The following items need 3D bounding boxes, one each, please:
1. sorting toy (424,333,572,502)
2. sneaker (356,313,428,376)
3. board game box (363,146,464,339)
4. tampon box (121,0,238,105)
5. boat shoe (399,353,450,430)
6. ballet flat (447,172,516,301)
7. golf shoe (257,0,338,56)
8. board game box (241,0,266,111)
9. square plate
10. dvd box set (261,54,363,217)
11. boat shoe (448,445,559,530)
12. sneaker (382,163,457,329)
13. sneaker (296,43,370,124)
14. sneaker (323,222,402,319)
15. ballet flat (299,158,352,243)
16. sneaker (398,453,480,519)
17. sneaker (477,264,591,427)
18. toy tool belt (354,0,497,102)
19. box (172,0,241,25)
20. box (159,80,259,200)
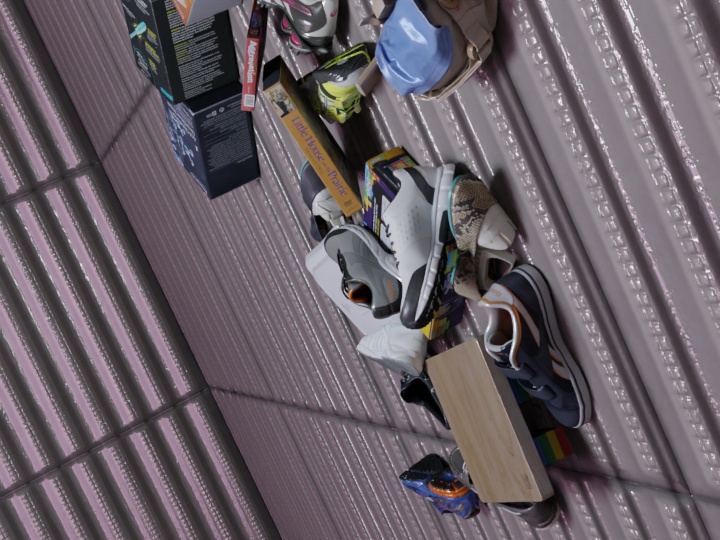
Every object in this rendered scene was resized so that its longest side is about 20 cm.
[{"bbox_3d":[0.175,0.181,1.262,0.201,0.069,0.199,68,162,7],"label":"sorting toy"},{"bbox_3d":[0.055,0.101,1.436,0.070,0.081,0.200,29,169,-15],"label":"sneaker"},{"bbox_3d":[0.070,-0.033,1.302,0.165,0.057,0.200,50,156,28],"label":"board game box"},{"bbox_3d":[-0.299,-0.404,1.649,0.150,0.126,0.201,47,154,36],"label":"tampon box"},{"bbox_3d":[0.091,0.171,1.477,0.199,0.066,0.075,40,152,41],"label":"boat shoe"},{"bbox_3d":[0.141,-0.030,1.138,0.075,0.068,0.200,28,151,23],"label":"ballet flat"},{"bbox_3d":[-0.088,-0.363,1.286,0.200,0.077,0.088,52,137,23],"label":"golf shoe"},{"bbox_3d":[-0.138,-0.307,1.348,0.200,0.019,0.103,-90,8,-51],"label":"board game box"},{"bbox_3d":[0.000,0.036,1.527,0.200,0.028,0.198,48,158,-1],"label":"square plate"},{"bbox_3d":[-0.063,-0.179,1.337,0.200,0.029,0.146,56,-170,-24],"label":"dvd box set"},{"bbox_3d":[0.185,0.281,1.373,0.200,0.067,0.057,28,169,48],"label":"boat shoe"},{"bbox_3d":[0.061,-0.029,1.146,0.074,0.080,0.201,76,-157,-66],"label":"sneaker"},{"bbox_3d":[-0.020,-0.231,1.272,0.077,0.075,0.200,59,172,-11],"label":"sneaker"},{"bbox_3d":[0.000,0.000,1.320,0.200,0.079,0.074,38,151,51],"label":"sneaker"},{"bbox_3d":[-0.045,-0.092,1.496,0.073,0.073,0.200,53,164,27],"label":"ballet flat"},{"bbox_3d":[0.125,0.353,1.624,0.079,0.075,0.200,64,162,-11],"label":"sneaker"},{"bbox_3d":[0.190,0.099,1.138,0.201,0.079,0.078,66,159,-12],"label":"sneaker"},{"bbox_3d":[0.062,-0.238,0.964,0.125,0.123,0.200,58,159,13],"label":"toy tool belt"},{"bbox_3d":[-0.222,-0.456,1.435,0.125,0.097,0.200,62,160,2],"label":"box"},{"bbox_3d":[-0.267,-0.256,1.786,0.148,0.107,0.200,47,156,36],"label":"box"}]
